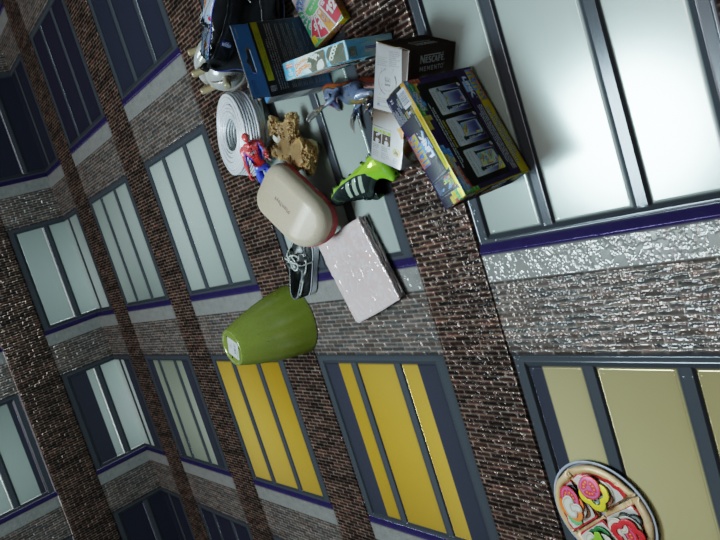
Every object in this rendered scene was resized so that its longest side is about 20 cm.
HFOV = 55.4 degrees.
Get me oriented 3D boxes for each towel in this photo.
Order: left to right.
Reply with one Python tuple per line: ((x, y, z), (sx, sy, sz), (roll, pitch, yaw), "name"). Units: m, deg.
((0.000, 0.000, 1.503), (0.191, 0.032, 0.201), (-32, 82, 52), "towel")

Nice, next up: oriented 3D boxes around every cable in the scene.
((-0.284, -0.325, 1.635), (0.200, 0.069, 0.202), (-33, 70, 59), "cable")

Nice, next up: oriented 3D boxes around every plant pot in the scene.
((-0.245, 0.160, 1.753), (0.186, 0.199, 0.189), (27, 127, 41), "plant pot")

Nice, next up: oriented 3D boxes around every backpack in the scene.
((-0.244, -0.521, 1.430), (0.154, 0.199, 0.192), (54, 140, 39), "backpack")

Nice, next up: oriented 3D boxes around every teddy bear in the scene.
((-0.150, -0.282, 1.530), (0.199, 0.066, 0.146), (13, 113, 56), "teddy bear")

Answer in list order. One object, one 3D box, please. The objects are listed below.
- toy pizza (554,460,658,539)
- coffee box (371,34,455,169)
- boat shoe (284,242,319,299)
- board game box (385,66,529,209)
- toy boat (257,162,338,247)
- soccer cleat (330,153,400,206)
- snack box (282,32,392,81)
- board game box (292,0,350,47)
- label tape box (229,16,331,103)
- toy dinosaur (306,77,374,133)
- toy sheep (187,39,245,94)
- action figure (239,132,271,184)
((0.418, 0.428, 1.195), (0.199, 0.032, 0.202), (27, 128, 41), "toy pizza")
((0.087, -0.288, 1.174), (0.079, 0.114, 0.202), (30, 130, 40), "coffee box")
((-0.147, -0.024, 1.645), (0.073, 0.068, 0.201), (33, 131, 37), "boat shoe")
((0.155, -0.213, 1.083), (0.057, 0.165, 0.201), (-36, 79, 51), "board game box")
((-0.122, -0.144, 1.501), (0.200, 0.130, 0.131), (45, 125, 20), "toy boat")
((0.005, -0.167, 1.387), (0.081, 0.067, 0.200), (53, 143, -1), "soccer cleat")
((-0.044, -0.397, 1.282), (0.199, 0.116, 0.037), (3, 111, 51), "snack box")
((-0.097, -0.549, 1.337), (0.095, 0.030, 0.201), (-32, 80, 44), "board game box")
((-0.167, -0.414, 1.357), (0.063, 0.199, 0.145), (-9, 101, 52), "label tape box")
((-0.006, -0.339, 1.331), (0.200, 0.105, 0.182), (-49, 49, 11), "toy dinosaur")
((-0.319, -0.473, 1.566), (0.138, 0.137, 0.201), (116, 144, -46), "toy sheep")
((-0.218, -0.218, 1.557), (0.099, 0.065, 0.201), (-114, -2, -51), "action figure")
